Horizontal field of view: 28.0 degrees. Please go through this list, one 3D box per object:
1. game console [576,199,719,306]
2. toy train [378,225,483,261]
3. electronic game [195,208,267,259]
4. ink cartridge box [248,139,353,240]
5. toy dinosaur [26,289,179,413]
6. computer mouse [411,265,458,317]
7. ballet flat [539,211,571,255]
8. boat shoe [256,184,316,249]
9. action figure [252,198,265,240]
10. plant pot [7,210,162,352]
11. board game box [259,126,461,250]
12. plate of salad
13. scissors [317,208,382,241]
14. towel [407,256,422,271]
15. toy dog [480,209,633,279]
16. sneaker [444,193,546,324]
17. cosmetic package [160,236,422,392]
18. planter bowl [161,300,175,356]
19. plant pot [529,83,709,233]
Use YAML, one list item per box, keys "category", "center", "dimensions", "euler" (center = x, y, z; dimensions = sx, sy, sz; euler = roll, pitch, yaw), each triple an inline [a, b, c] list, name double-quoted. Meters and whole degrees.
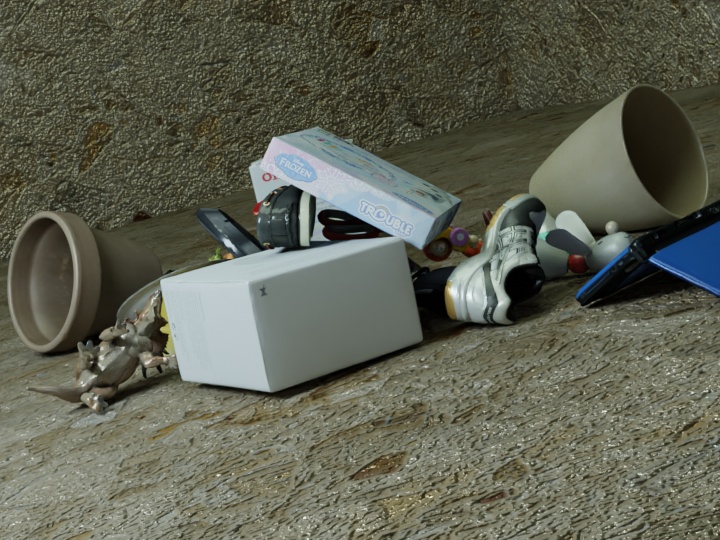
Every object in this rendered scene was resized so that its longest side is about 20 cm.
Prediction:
- category: "game console"
  center: [0.359, 0.004, 1.526]
  dimensions: [0.200, 0.118, 0.171]
  euler: [-21, -19, -42]
- category: "toy train"
  center: [0.087, -0.039, 1.822]
  dimensions: [0.200, 0.056, 0.150]
  euler: [24, 1, 13]
- category: "electronic game"
  center: [-0.133, -0.011, 1.844]
  dimensions: [0.042, 0.200, 0.200]
  euler: [-48, 11, 0]
- category: "ink cartridge box"
  center: [-0.058, -0.071, 2.004]
  dimensions: [0.145, 0.201, 0.083]
  euler: [-12, 9, 6]
- category: "toy dinosaur"
  center: [-0.283, 0.107, 1.651]
  dimensions: [0.200, 0.086, 0.136]
  euler: [-34, 5, -19]
- category: "computer mouse"
  center: [0.065, 0.022, 1.686]
  dimensions: [0.140, 0.046, 0.200]
  euler: [-17, 16, -24]
- category: "ballet flat"
  center: [0.220, -0.051, 1.892]
  dimensions: [0.067, 0.071, 0.200]
  euler: [-16, 10, -17]
- category: "boat shoe"
  center: [-0.082, -0.068, 1.655]
  dimensions: [0.063, 0.074, 0.201]
  euler: [0, 11, 3]
- category: "action figure"
  center: [-0.087, -0.029, 1.838]
  dimensions: [0.052, 0.065, 0.200]
  euler: [-42, -26, -2]
- category: "plant pot"
  center: [-0.384, 0.020, 2.069]
  dimensions: [0.174, 0.201, 0.200]
  euler: [4, -5, -42]
- category: "board game box"
  center: [0.006, -0.097, 1.637]
  dimensions: [0.200, 0.043, 0.199]
  euler: [27, 12, 7]
- category: "plate of salad"
  center: [-0.239, 0.025, 1.962]
  dimensions: [0.200, 0.048, 0.200]
  euler: [-21, -17, -7]
- category: "scissors"
  center: [0.041, -0.053, 1.706]
  dimensions: [0.200, 0.014, 0.073]
  euler: [-1, 27, -25]
- category: "towel"
  center: [0.000, 0.000, 1.830]
  dimensions: [0.143, 0.023, 0.200]
  euler: [-11, -14, 18]
- category: "toy dog"
  center: [0.220, -0.037, 1.723]
  dimensions: [0.199, 0.097, 0.132]
  euler: [-13, 9, 1]
- category: "sneaker"
  center: [0.174, -0.006, 1.600]
  dimensions: [0.087, 0.076, 0.200]
  euler: [11, 47, 30]
- category: "cosmetic package"
  center: [-0.075, 0.044, 1.560]
  dimensions: [0.199, 0.123, 0.200]
  euler: [-16, 8, -32]
- category: "planter bowl"
  center: [-0.194, 0.049, 1.840]
  dimensions: [0.200, 0.084, 0.200]
  euler: [-14, 9, 2]
- category: "plant pot"
  center: [0.331, -0.126, 1.937]
  dimensions: [0.200, 0.188, 0.187]
  euler: [-24, -1, 44]
